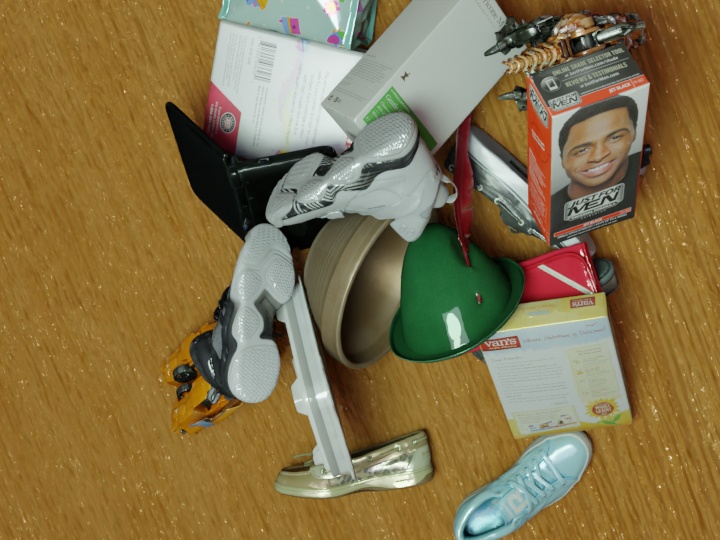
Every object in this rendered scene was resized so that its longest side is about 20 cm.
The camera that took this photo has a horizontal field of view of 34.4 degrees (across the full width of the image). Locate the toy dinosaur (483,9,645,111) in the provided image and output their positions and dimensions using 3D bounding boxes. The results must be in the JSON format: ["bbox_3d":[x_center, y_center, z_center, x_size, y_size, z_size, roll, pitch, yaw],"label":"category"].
[{"bbox_3d":[0.199,-0.220,1.137,0.135,0.198,0.104,-13,76,45],"label":"toy dinosaur"}]

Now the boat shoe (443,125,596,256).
[{"bbox_3d":[0.178,-0.076,1.303,0.200,0.069,0.057,45,114,7],"label":"boat shoe"}]

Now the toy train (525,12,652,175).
[{"bbox_3d":[0.245,-0.182,1.253,0.112,0.085,0.203,-15,99,7],"label":"toy train"}]

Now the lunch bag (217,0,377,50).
[{"bbox_3d":[-0.054,-0.359,1.266,0.168,0.122,0.203,14,108,12],"label":"lunch bag"}]

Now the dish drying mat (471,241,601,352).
[{"bbox_3d":[0.168,0.035,1.288,0.198,0.018,0.078,-21,84,27],"label":"dish drying mat"}]

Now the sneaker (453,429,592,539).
[{"bbox_3d":[0.191,0.265,1.364,0.074,0.082,0.200,46,109,-1],"label":"sneaker"}]

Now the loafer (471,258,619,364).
[{"bbox_3d":[0.208,0.048,1.327,0.198,0.072,0.063,-23,115,25],"label":"loafer"}]

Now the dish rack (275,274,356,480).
[{"bbox_3d":[-0.054,0.124,1.314,0.043,0.202,0.173,-15,135,-1],"label":"dish rack"}]

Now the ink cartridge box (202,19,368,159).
[{"bbox_3d":[-0.069,-0.193,1.325,0.197,0.086,0.150,16,105,9],"label":"ink cartridge box"}]

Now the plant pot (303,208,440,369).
[{"bbox_3d":[0.000,0.000,1.304,0.092,0.200,0.204,26,108,26],"label":"plant pot"}]

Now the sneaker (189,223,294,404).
[{"bbox_3d":[-0.137,0.051,1.296,0.113,0.075,0.203,-16,62,49],"label":"sneaker"}]

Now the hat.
[{"bbox_3d":[0.070,-0.032,1.233,0.164,0.201,0.177,-18,118,23],"label":"hat"}]

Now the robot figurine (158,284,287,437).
[{"bbox_3d":[-0.163,0.106,1.401,0.199,0.058,0.146,-39,51,27],"label":"robot figurine"}]

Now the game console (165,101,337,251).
[{"bbox_3d":[-0.115,-0.109,1.319,0.173,0.201,0.118,-12,64,-3],"label":"game console"}]

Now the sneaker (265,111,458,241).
[{"bbox_3d":[0.002,-0.073,1.186,0.198,0.076,0.115,-27,125,30],"label":"sneaker"}]

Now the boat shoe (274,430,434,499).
[{"bbox_3d":[-0.010,0.236,1.420,0.196,0.073,0.064,-8,95,5],"label":"boat shoe"}]

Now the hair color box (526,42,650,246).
[{"bbox_3d":[0.219,-0.118,1.138,0.100,0.201,0.062,-19,54,-4],"label":"hair color box"}]

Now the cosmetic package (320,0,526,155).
[{"bbox_3d":[0.067,-0.207,1.231,0.201,0.085,0.108,-49,125,-4],"label":"cosmetic package"}]

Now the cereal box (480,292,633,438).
[{"bbox_3d":[0.218,0.109,1.289,0.142,0.040,0.201,-8,136,15],"label":"cereal box"}]
